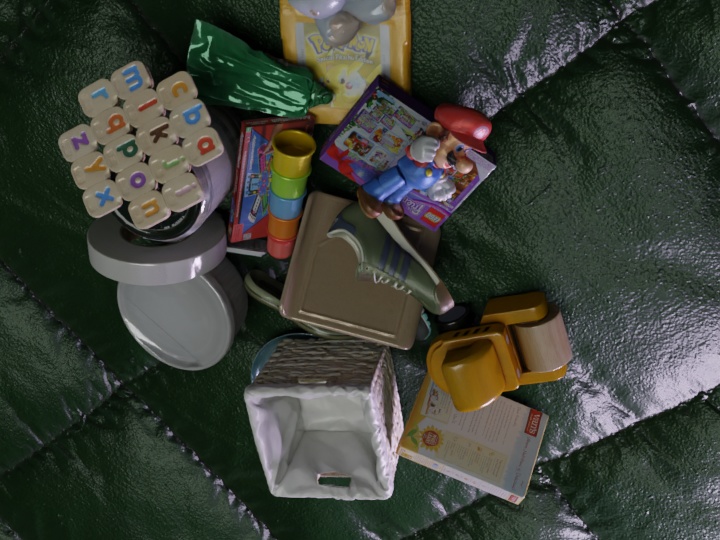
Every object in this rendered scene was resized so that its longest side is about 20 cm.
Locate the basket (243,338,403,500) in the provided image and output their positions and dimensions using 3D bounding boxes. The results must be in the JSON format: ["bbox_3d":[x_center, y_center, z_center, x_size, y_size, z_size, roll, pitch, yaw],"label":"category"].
[{"bbox_3d":[-0.044,0.221,1.528,0.197,0.161,0.201,-3,116,17],"label":"basket"}]

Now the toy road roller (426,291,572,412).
[{"bbox_3d":[0.193,0.125,1.445,0.199,0.146,0.123,-12,114,22],"label":"toy road roller"}]

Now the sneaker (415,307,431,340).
[{"bbox_3d":[0.012,0.046,1.480,0.200,0.078,0.091,40,77,-1],"label":"sneaker"}]

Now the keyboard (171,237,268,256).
[{"bbox_3d":[-0.230,-0.048,1.528,0.199,0.056,0.011,9,116,11],"label":"keyboard"}]

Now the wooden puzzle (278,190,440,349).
[{"bbox_3d":[0.000,0.000,1.433,0.199,0.037,0.186,16,83,-8],"label":"wooden puzzle"}]

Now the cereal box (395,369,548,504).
[{"bbox_3d":[0.169,0.246,1.521,0.199,0.144,0.040,23,148,4],"label":"cereal box"}]

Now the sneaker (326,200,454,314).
[{"bbox_3d":[0.033,-0.005,1.386,0.090,0.067,0.200,-36,84,-13],"label":"sneaker"}]

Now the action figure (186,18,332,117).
[{"bbox_3d":[-0.134,-0.254,1.357,0.199,0.055,0.118,16,115,3],"label":"action figure"}]

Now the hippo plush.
[{"bbox_3d":[-0.048,-0.378,1.216,0.200,0.161,0.159,44,103,7],"label":"hippo plush"}]

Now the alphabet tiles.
[{"bbox_3d":[-0.278,-0.158,1.281,0.195,0.015,0.201,-27,83,8],"label":"alphabet tiles"}]

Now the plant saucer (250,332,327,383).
[{"bbox_3d":[-0.077,0.181,1.625,0.199,0.027,0.201,7,120,13],"label":"plant saucer"}]

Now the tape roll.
[{"bbox_3d":[-0.292,-0.044,1.465,0.202,0.203,0.037,8,121,12],"label":"tape roll"}]

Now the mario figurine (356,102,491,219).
[{"bbox_3d":[0.091,-0.126,1.292,0.106,0.124,0.200,43,121,-11],"label":"mario figurine"}]

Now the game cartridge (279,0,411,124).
[{"bbox_3d":[-0.020,-0.291,1.350,0.176,0.032,0.201,5,120,14],"label":"game cartridge"}]

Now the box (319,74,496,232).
[{"bbox_3d":[0.064,-0.155,1.368,0.200,0.039,0.137,31,122,-19],"label":"box"}]

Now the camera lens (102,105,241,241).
[{"bbox_3d":[-0.254,-0.145,1.398,0.159,0.200,0.160,7,120,12],"label":"camera lens"}]

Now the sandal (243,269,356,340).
[{"bbox_3d":[-0.082,0.046,1.528,0.201,0.080,0.057,29,108,0],"label":"sandal"}]

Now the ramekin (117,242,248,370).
[{"bbox_3d":[-0.265,0.046,1.555,0.202,0.094,0.203,12,122,19],"label":"ramekin"}]

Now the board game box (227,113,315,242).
[{"bbox_3d":[-0.127,-0.128,1.422,0.103,0.019,0.200,-12,137,-27],"label":"board game box"}]

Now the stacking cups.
[{"bbox_3d":[-0.099,-0.101,1.412,0.060,0.061,0.200,16,136,7],"label":"stacking cups"}]
